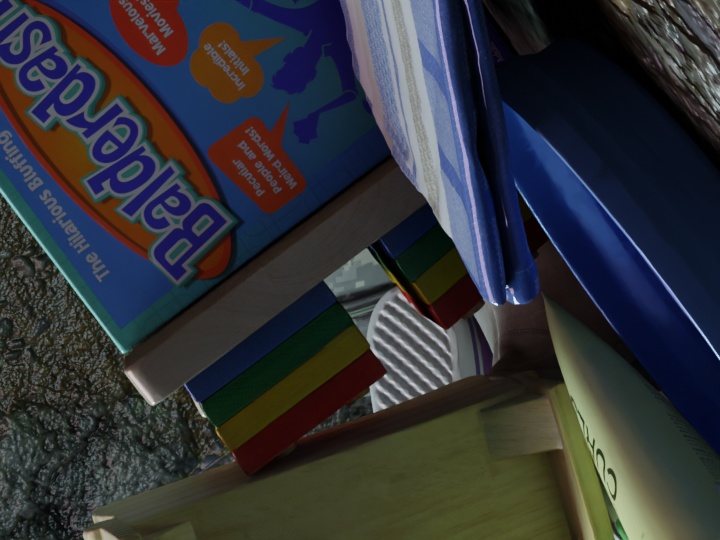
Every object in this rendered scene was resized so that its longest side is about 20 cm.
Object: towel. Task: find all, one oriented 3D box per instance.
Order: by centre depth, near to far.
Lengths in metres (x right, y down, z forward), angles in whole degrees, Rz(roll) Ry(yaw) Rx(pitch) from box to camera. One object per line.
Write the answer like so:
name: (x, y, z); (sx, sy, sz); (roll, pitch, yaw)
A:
towel: (0.018, -0.089, 0.873); (0.200, 0.024, 0.147); (-117, 13, -61)

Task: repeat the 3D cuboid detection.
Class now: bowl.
bowl: (0.112, 0.005, 0.867); (0.201, 0.039, 0.201); (54, 178, 2)

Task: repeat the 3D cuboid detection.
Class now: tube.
tube: (0.112, 0.079, 0.930); (0.200, 0.052, 0.058); (-117, 36, -61)

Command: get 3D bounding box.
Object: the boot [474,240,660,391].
boot: (0.070, 0.047, 1.130); (0.200, 0.130, 0.068); (48, 137, 21)

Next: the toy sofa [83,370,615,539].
toy sofa: (-0.005, 0.110, 1.011); (0.098, 0.200, 0.083); (178, 74, -74)

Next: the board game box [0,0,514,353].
board game box: (-0.062, -0.087, 1.009); (0.152, 0.200, 0.045); (53, 178, -13)

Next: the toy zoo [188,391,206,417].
toy zoo: (-0.076, -0.042, 1.308); (0.131, 0.020, 0.200); (-124, 40, -49)

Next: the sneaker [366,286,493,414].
sneaker: (0.058, 0.107, 1.237); (0.114, 0.072, 0.201); (6, -93, -59)

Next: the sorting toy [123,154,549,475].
sorting toy: (0.000, 0.000, 1.060); (0.070, 0.199, 0.200); (54, 178, -6)

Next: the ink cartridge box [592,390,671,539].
ink cartridge box: (0.185, 0.152, 1.026); (0.200, 0.083, 0.147); (54, 178, -22)

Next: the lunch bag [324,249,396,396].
lunch bag: (-0.010, -0.050, 1.338); (0.200, 0.139, 0.168); (-128, 27, -52)
